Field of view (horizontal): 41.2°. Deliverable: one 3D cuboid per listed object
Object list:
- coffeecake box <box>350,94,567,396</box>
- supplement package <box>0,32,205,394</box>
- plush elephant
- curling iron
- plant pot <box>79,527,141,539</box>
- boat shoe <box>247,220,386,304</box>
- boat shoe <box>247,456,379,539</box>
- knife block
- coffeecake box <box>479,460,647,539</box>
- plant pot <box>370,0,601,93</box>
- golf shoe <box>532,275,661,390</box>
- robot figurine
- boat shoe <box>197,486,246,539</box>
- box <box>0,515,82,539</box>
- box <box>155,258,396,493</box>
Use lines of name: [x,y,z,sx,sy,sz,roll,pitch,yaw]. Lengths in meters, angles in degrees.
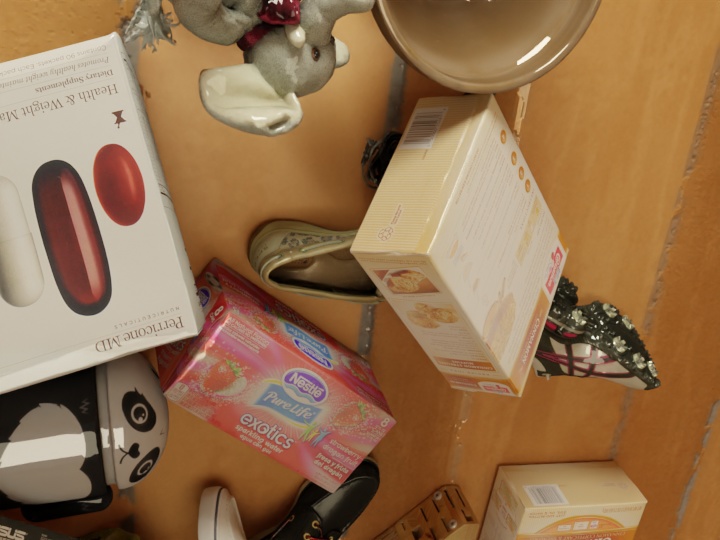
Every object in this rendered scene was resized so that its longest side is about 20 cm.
coffeecake box: [0.091,-0.016,0.792,0.201,0.072,0.155,53,52,-42]
supplement package: [-0.225,-0.029,0.671,0.188,0.147,0.204,-17,92,-8]
plush elephant: [-0.065,-0.189,0.678,0.153,0.166,0.200,33,133,-15]
curling iron: [0.080,-0.139,0.822,0.199,0.026,0.050,-38,124,4]
plant pot: [-0.229,0.358,0.902,0.197,0.201,0.187,-24,111,-4]
boat shoe: [0.000,0.000,0.847,0.196,0.063,0.075,0,116,-18]
boat shoe: [-0.053,0.271,0.974,0.201,0.063,0.074,-42,118,5]
knife block: [0.076,0.356,1.057,0.199,0.064,0.176,-38,122,4]
coffeecake box: [0.212,0.319,1.075,0.150,0.073,0.204,1,117,-19]
plant pot: [0.083,-0.243,0.723,0.197,0.093,0.205,-8,113,-20]
golf shoe: [0.217,0.073,0.961,0.198,0.078,0.088,30,125,-26]
robot figurine: [-0.259,0.131,0.797,0.196,0.127,0.151,-6,158,-14]
boat shoe: [-0.107,0.302,0.907,0.064,0.204,0.072,-15,157,7]
box: [-0.318,0.219,0.784,0.200,0.158,0.044,39,59,-47]
box: [-0.076,0.096,0.851,0.199,0.103,0.095,36,102,-28]
